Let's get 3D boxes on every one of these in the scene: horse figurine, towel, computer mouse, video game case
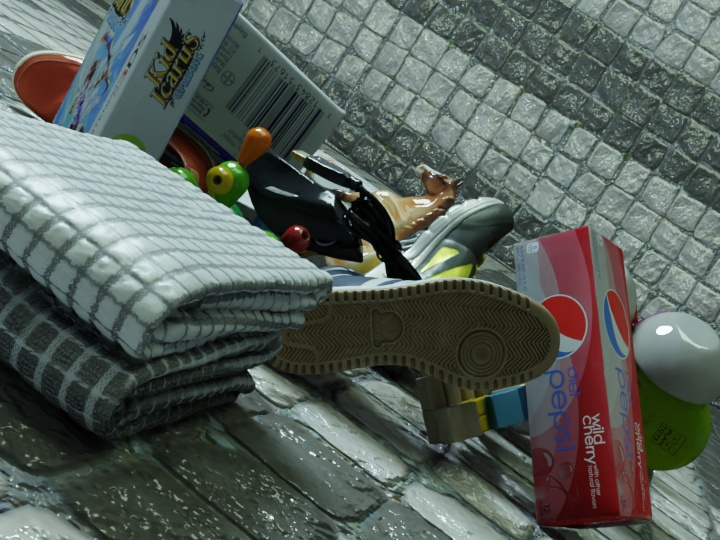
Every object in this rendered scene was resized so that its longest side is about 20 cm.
[{"bbox_3d":[-0.011,-0.032,0.931,0.131,0.201,0.050,26,-37,17],"label":"horse figurine"},{"bbox_3d":[-0.123,-0.002,0.512,0.164,0.086,0.200,33,9,14],"label":"towel"},{"bbox_3d":[-0.042,-0.049,0.823,0.199,0.046,0.141,36,-14,32],"label":"computer mouse"},{"bbox_3d":[-0.164,-0.133,0.753,0.045,0.183,0.200,27,9,-27],"label":"video game case"}]

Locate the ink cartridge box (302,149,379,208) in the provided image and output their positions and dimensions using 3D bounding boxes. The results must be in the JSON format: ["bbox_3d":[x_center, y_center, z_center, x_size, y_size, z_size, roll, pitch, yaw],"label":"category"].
[{"bbox_3d":[0.001,-0.064,1.348,0.198,0.084,0.146,34,8,6],"label":"ink cartridge box"}]

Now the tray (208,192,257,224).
[{"bbox_3d":[-0.146,-0.081,1.095,0.198,0.022,0.107,26,10,-41],"label":"tray"}]

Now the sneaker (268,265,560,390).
[{"bbox_3d":[0.031,0.035,0.728,0.196,0.072,0.109,2,5,-1],"label":"sneaker"}]

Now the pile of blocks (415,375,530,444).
[{"bbox_3d":[0.096,0.082,0.792,0.200,0.081,0.063,4,72,-73],"label":"pile of blocks"}]

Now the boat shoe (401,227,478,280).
[{"bbox_3d":[0.064,-0.020,1.117,0.200,0.074,0.063,-129,-158,-53],"label":"boat shoe"}]

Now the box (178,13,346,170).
[{"bbox_3d":[-0.137,-0.171,1.000,0.183,0.105,0.200,41,-6,-21],"label":"box"}]

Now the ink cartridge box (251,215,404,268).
[{"bbox_3d":[0.000,0.000,1.018,0.199,0.069,0.115,35,9,17],"label":"ink cartridge box"}]

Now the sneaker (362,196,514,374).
[{"bbox_3d":[0.067,0.016,0.903,0.085,0.199,0.075,47,-24,15],"label":"sneaker"}]

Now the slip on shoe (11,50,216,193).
[{"bbox_3d":[-0.215,-0.124,0.921,0.198,0.075,0.061,34,20,-2],"label":"slip on shoe"}]

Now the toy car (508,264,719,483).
[{"bbox_3d":[0.217,0.078,0.914,0.199,0.177,0.149,38,35,18],"label":"toy car"}]

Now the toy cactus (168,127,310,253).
[{"bbox_3d":[-0.087,-0.031,0.805,0.199,0.103,0.165,16,-23,51],"label":"toy cactus"}]

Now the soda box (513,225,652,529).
[{"bbox_3d":[0.157,0.077,0.758,0.063,0.204,0.070,-14,-20,31],"label":"soda box"}]
